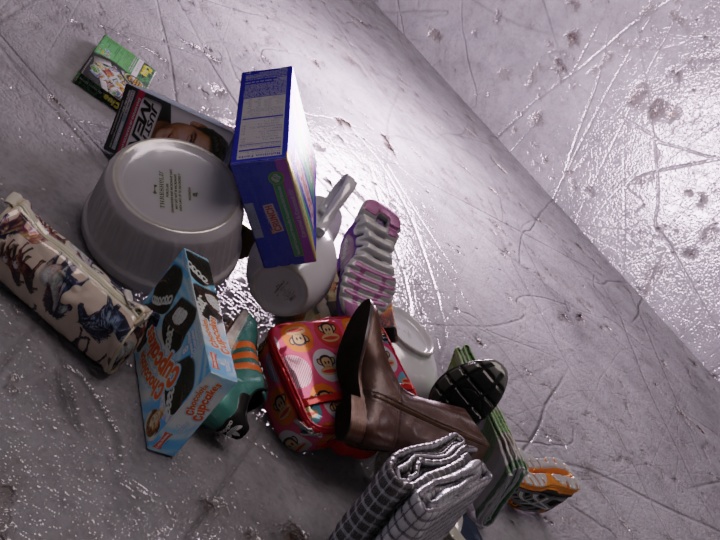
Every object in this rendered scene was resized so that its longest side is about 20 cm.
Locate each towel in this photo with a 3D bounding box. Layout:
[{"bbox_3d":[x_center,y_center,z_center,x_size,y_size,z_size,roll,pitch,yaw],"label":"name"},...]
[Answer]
[{"bbox_3d":[0.043,0.260,1.092,0.085,0.166,0.199,42,20,19],"label":"towel"},{"bbox_3d":[0.148,0.221,1.369,0.030,0.150,0.201,-6,52,-24],"label":"towel"}]

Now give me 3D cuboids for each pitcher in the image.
[{"bbox_3d":[-0.073,-0.040,1.412,0.121,0.172,0.201,34,31,-7],"label":"pitcher"}]

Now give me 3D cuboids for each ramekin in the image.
[{"bbox_3d":[-0.232,-0.073,1.249,0.200,0.095,0.204,15,45,-15],"label":"ramekin"}]

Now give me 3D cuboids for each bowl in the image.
[{"bbox_3d":[0.043,0.115,1.475,0.200,0.091,0.202,36,21,-16],"label":"bowl"}]

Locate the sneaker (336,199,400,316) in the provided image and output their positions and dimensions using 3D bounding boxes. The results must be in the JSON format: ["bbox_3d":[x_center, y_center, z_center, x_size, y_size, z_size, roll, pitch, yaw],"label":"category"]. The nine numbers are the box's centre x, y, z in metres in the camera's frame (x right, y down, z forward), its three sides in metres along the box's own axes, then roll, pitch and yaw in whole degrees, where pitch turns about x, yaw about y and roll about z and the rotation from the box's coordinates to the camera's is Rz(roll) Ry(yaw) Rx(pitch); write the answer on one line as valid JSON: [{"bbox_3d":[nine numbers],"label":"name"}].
[{"bbox_3d":[0.000,0.000,1.422,0.080,0.088,0.202,29,48,-20],"label":"sneaker"}]

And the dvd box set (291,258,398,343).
[{"bbox_3d":[-0.027,0.044,1.450,0.144,0.030,0.201,-6,30,0],"label":"dvd box set"}]

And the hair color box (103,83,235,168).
[{"bbox_3d":[-0.250,-0.174,1.411,0.199,0.100,0.060,26,10,24],"label":"hair color box"}]

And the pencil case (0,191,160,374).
[{"bbox_3d":[-0.305,0.012,1.065,0.200,0.090,0.078,41,21,1],"label":"pencil case"}]

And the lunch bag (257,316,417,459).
[{"bbox_3d":[-0.028,0.148,1.258,0.199,0.082,0.177,-3,58,-43],"label":"lunch bag"}]

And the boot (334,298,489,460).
[{"bbox_3d":[0.068,0.148,1.227,0.198,0.064,0.188,21,62,-24],"label":"boot"}]

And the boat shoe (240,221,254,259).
[{"bbox_3d":[-0.226,-0.072,1.396,0.199,0.072,0.065,18,31,-36],"label":"boat shoe"}]

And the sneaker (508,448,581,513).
[{"bbox_3d":[0.229,0.304,1.458,0.199,0.077,0.079,23,28,-35],"label":"sneaker"}]

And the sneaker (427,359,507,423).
[{"bbox_3d":[0.110,0.183,1.314,0.076,0.200,0.079,50,14,12],"label":"sneaker"}]

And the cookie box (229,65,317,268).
[{"bbox_3d":[-0.106,-0.133,1.314,0.201,0.074,0.172,-91,171,-46],"label":"cookie box"}]

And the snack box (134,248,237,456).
[{"bbox_3d":[-0.192,0.083,1.086,0.037,0.116,0.201,26,26,-34],"label":"snack box"}]

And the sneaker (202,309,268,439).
[{"bbox_3d":[-0.144,0.121,1.173,0.080,0.071,0.201,41,26,-13],"label":"sneaker"}]

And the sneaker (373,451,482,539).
[{"bbox_3d":[0.090,0.297,1.238,0.201,0.075,0.084,58,21,21],"label":"sneaker"}]

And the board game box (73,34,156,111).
[{"bbox_3d":[-0.388,-0.311,1.636,0.104,0.024,0.201,33,23,-17],"label":"board game box"}]
